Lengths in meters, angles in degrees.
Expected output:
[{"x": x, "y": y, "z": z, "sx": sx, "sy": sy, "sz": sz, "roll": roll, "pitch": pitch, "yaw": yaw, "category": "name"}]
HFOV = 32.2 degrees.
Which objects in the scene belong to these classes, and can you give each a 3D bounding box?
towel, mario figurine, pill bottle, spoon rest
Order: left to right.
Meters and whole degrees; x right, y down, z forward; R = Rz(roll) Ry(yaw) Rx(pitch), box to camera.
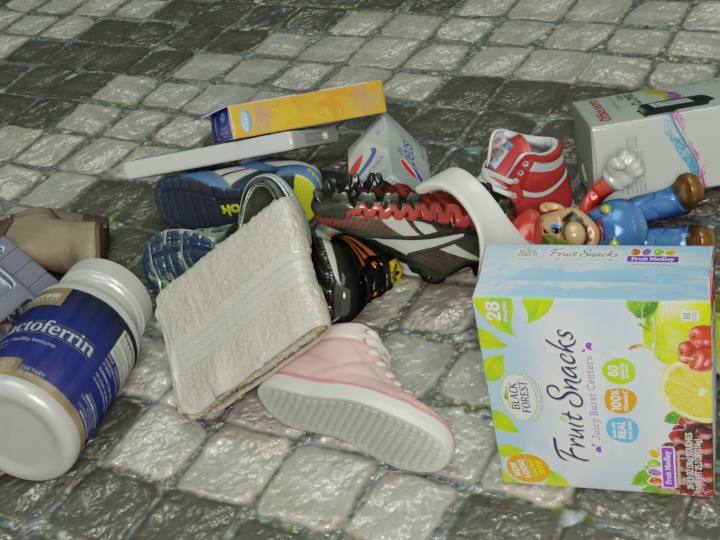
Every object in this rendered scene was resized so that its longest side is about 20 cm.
[{"x": -0.271, "y": 0.084, "z": 1.143, "sx": 0.114, "sy": 0.117, "sz": 0.201, "roll": 1, "pitch": 36, "yaw": 18, "category": "pill bottle"}, {"x": -0.109, "y": 0.037, "z": 1.097, "sx": 0.199, "sy": 0.034, "sz": 0.134, "roll": -37, "pitch": 59, "yaw": 34, "category": "towel"}, {"x": 0.121, "y": -0.001, "z": 1.099, "sx": 0.099, "sy": 0.201, "sz": 0.061, "roll": -30, "pitch": -1, "yaw": -25, "category": "spoon rest"}, {"x": 0.232, "y": -0.034, "z": 1.161, "sx": 0.198, "sy": 0.107, "sz": 0.124, "roll": -12, "pitch": 46, "yaw": -9, "category": "mario figurine"}]

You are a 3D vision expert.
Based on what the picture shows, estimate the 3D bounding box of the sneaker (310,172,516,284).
[{"x": 0.046, "y": -0.035, "z": 1.166, "sx": 0.198, "sy": 0.099, "sz": 0.071, "roll": 4, "pitch": 23, "yaw": -20, "category": "sneaker"}]

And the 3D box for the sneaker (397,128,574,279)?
[{"x": 0.120, "y": -0.071, "z": 1.246, "sx": 0.198, "sy": 0.113, "sz": 0.071, "roll": -22, "pitch": 35, "yaw": -14, "category": "sneaker"}]

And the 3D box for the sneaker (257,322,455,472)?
[{"x": 0.013, "y": 0.098, "z": 1.068, "sx": 0.199, "sy": 0.076, "sz": 0.105, "roll": 12, "pitch": 46, "yaw": 38, "category": "sneaker"}]

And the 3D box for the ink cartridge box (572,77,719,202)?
[{"x": 0.325, "y": -0.137, "z": 1.274, "sx": 0.198, "sy": 0.084, "sz": 0.146, "roll": -9, "pitch": 17, "yaw": 4, "category": "ink cartridge box"}]

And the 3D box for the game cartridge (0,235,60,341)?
[{"x": -0.371, "y": 0.065, "z": 1.216, "sx": 0.129, "sy": 0.039, "sz": 0.200, "roll": 35, "pitch": 52, "yaw": 10, "category": "game cartridge"}]

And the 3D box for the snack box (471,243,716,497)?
[{"x": 0.180, "y": 0.076, "z": 0.934, "sx": 0.167, "sy": 0.202, "sz": 0.068, "roll": 2, "pitch": 39, "yaw": 18, "category": "snack box"}]

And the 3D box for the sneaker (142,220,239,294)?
[{"x": -0.135, "y": -0.014, "z": 1.291, "sx": 0.198, "sy": 0.078, "sz": 0.085, "roll": -8, "pitch": 2, "yaw": 29, "category": "sneaker"}]

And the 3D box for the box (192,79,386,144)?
[{"x": -0.082, "y": -0.172, "z": 1.383, "sx": 0.198, "sy": 0.042, "sz": 0.119, "roll": -14, "pitch": 7, "yaw": -15, "category": "box"}]

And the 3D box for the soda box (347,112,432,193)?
[{"x": 0.031, "y": -0.095, "z": 1.305, "sx": 0.063, "sy": 0.068, "sz": 0.200, "roll": -44, "pitch": 19, "yaw": 18, "category": "soda box"}]

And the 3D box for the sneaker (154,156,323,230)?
[{"x": -0.131, "y": -0.083, "z": 1.384, "sx": 0.198, "sy": 0.075, "sz": 0.082, "roll": 0, "pitch": 26, "yaw": 17, "category": "sneaker"}]

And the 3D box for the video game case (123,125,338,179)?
[{"x": -0.142, "y": -0.135, "z": 1.414, "sx": 0.198, "sy": 0.024, "sz": 0.182, "roll": -9, "pitch": 6, "yaw": 16, "category": "video game case"}]

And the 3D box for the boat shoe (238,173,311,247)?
[{"x": -0.088, "y": -0.002, "z": 1.160, "sx": 0.071, "sy": 0.071, "sz": 0.202, "roll": -15, "pitch": 68, "yaw": 23, "category": "boat shoe"}]

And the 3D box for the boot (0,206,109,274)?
[{"x": -0.344, "y": -0.021, "z": 1.341, "sx": 0.144, "sy": 0.071, "sz": 0.200, "roll": -4, "pitch": 16, "yaw": -9, "category": "boot"}]

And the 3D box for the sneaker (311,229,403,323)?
[{"x": 0.000, "y": 0.000, "z": 1.185, "sx": 0.089, "sy": 0.071, "sz": 0.200, "roll": 1, "pitch": 12, "yaw": -7, "category": "sneaker"}]

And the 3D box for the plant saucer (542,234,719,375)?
[{"x": 0.240, "y": 0.033, "z": 1.021, "sx": 0.198, "sy": 0.048, "sz": 0.200, "roll": 20, "pitch": 8, "yaw": 2, "category": "plant saucer"}]
